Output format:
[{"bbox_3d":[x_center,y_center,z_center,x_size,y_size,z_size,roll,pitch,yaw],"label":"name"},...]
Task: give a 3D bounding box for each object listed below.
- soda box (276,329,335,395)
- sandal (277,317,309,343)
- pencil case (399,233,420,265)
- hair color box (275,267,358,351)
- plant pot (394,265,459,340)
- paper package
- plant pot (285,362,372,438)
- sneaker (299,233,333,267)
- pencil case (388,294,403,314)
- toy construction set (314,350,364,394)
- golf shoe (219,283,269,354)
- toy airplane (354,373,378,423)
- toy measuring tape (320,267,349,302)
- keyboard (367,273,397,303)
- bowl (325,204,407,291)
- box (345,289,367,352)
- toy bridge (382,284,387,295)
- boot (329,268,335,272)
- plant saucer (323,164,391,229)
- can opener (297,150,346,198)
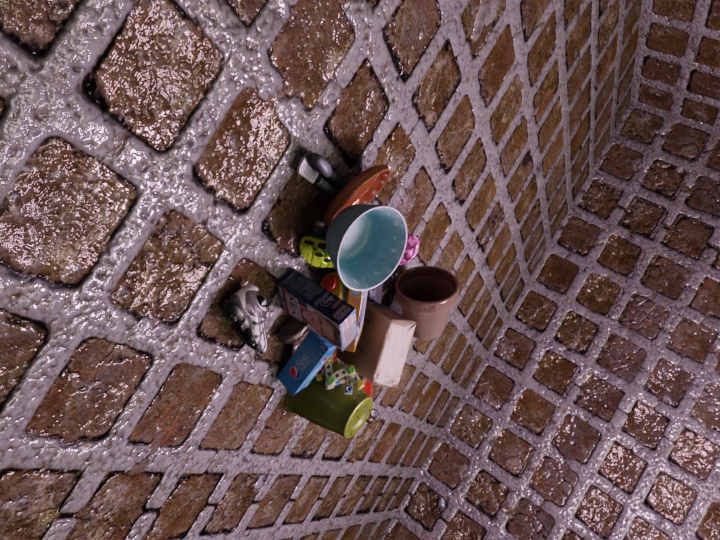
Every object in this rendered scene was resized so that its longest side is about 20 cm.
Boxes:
[{"bbox_3d":[-0.132,0.226,1.537,0.064,0.068,0.201,-24,155,-55],"label":"soda box"},{"bbox_3d":[-0.133,0.099,1.498,0.199,0.081,0.055,-40,125,-24],"label":"sandal"},{"bbox_3d":[0.123,-0.066,1.699,0.093,0.092,0.200,-27,-178,10],"label":"pencil case"},{"bbox_3d":[-0.100,0.088,1.382,0.060,0.198,0.101,-43,148,-29],"label":"hair color box"},{"bbox_3d":[0.202,0.112,1.849,0.199,0.198,0.177,-35,134,-41],"label":"plant pot"},{"bbox_3d":[0.041,0.197,1.692,0.102,0.199,0.194,13,97,-37],"label":"paper package"},{"bbox_3d":[-0.074,0.364,1.705,0.200,0.191,0.202,-41,147,-34],"label":"plant pot"},{"bbox_3d":[-0.072,-0.055,1.444,0.198,0.084,0.074,9,128,-44],"label":"sneaker"},{"bbox_3d":[0.130,0.120,1.957,0.090,0.083,0.202,30,90,-21],"label":"pencil case"},{"bbox_3d":[-0.070,0.239,1.637,0.129,0.202,0.093,-6,143,-11],"label":"toy construction set"},{"bbox_3d":[-0.228,0.109,1.314,0.095,0.077,0.201,-48,152,-24],"label":"golf shoe"},{"bbox_3d":[-0.011,0.378,1.924,0.199,0.138,0.203,-102,-159,-72],"label":"toy airplane"},{"bbox_3d":[-0.069,0.076,1.469,0.074,0.072,0.204,46,50,-63],"label":"toy measuring tape"},{"bbox_3d":[0.049,0.064,1.781,0.125,0.021,0.203,-12,127,-25],"label":"keyboard"},{"bbox_3d":[-0.001,-0.068,1.355,0.199,0.105,0.204,-23,129,-31],"label":"bowl"},{"bbox_3d":[-0.010,0.086,1.510,0.119,0.041,0.203,-66,163,-66],"label":"box"},{"bbox_3d":[0.055,0.069,1.832,0.067,0.027,0.202,-40,145,-35],"label":"toy bridge"},{"bbox_3d":[0.002,0.001,1.614,0.158,0.079,0.213,-47,150,-26],"label":"boot"},{"bbox_3d":[-0.011,-0.174,1.403,0.200,0.032,0.200,-41,173,-6],"label":"plant saucer"},{"bbox_3d":[-0.077,-0.200,1.305,0.053,0.066,0.200,-59,159,0],"label":"can opener"}]
